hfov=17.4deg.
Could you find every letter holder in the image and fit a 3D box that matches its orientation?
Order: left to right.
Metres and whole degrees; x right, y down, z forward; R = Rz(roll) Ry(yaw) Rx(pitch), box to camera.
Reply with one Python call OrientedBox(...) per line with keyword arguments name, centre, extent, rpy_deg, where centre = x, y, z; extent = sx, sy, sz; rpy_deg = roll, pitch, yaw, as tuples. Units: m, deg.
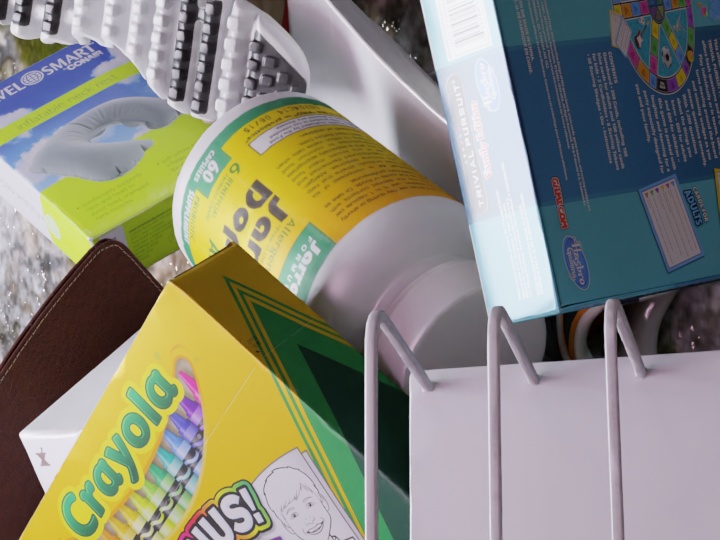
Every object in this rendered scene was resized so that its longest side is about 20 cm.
OrientedBox(name="letter holder", centre=(-0.177, 0.098, 1.311), extent=(0.100, 0.201, 0.142), rpy_deg=(-10, 130, 43))

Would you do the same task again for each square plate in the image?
OrientedBox(name="square plate", centre=(0.027, -0.042, 1.233), extent=(0.200, 0.028, 0.199), rpy_deg=(48, 155, 35))

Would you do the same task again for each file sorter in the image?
OrientedBox(name="file sorter", centre=(0.107, 0.084, 0.917), extent=(0.198, 0.125, 0.140), rpy_deg=(-4, 69, 11))

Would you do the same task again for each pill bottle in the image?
OrientedBox(name="pill bottle", centre=(0.000, 0.000, 1.149), extent=(0.200, 0.112, 0.114), rpy_deg=(40, 127, 46))

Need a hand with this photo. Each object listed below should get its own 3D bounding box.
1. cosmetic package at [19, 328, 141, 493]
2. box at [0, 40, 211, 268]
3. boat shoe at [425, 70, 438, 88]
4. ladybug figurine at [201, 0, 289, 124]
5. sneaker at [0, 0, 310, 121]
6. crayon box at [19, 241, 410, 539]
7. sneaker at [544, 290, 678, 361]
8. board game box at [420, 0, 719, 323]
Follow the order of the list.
OrientedBox(name="cosmetic package", centre=(-0.073, 0.067, 1.253), extent=(0.112, 0.200, 0.082), rpy_deg=(-7, 115, 37))
OrientedBox(name="box", centre=(-0.162, -0.075, 1.436), extent=(0.200, 0.121, 0.048), rpy_deg=(38, 149, 41))
OrientedBox(name="boat shoe", centre=(0.077, -0.099, 1.176), extent=(0.073, 0.062, 0.200), rpy_deg=(49, 153, 20))
OrientedBox(name="ladybug figurine", centre=(-0.078, -0.185, 1.347), extent=(0.135, 0.072, 0.202), rpy_deg=(19, 112, 48))
OrientedBox(name="sneaker", centre=(-0.105, -0.140, 1.279), extent=(0.199, 0.081, 0.076), rpy_deg=(27, 115, 22))
OrientedBox(name="crayon box", centre=(-0.052, 0.116, 1.097), extent=(0.172, 0.058, 0.200), rpy_deg=(40, 128, 9))
OrientedBox(name="sneaker", centre=(0.125, -0.036, 1.119), extent=(0.079, 0.078, 0.201), rpy_deg=(39, 137, 46))
OrientedBox(name="board game box", centre=(0.126, -0.066, 1.009), extent=(0.047, 0.199, 0.152), rpy_deg=(-15, 86, 51))
